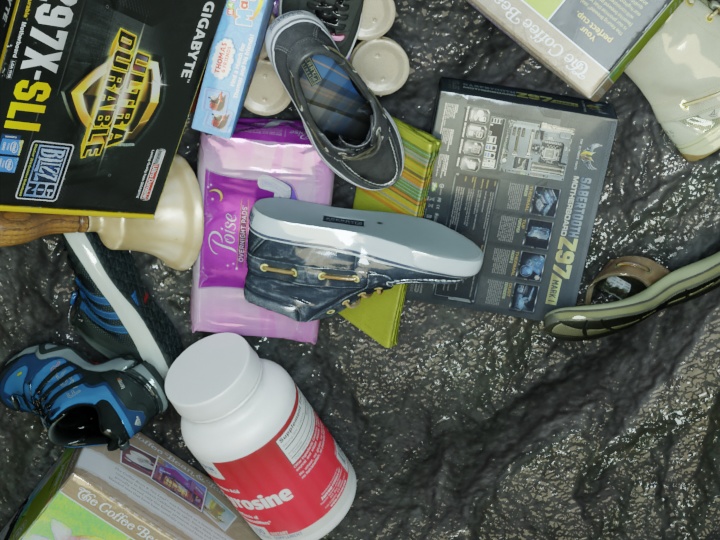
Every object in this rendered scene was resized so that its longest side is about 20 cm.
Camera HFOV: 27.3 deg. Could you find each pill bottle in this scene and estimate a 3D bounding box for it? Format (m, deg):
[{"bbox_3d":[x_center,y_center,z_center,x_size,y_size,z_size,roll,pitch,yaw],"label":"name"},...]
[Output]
[{"bbox_3d":[-0.092,0.153,1.354,0.112,0.112,0.200,-23,127,11],"label":"pill bottle"}]

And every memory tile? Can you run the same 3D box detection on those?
[{"bbox_3d":[-0.049,-0.232,1.237,0.153,0.017,0.200,-11,114,6],"label":"memory tile"}]

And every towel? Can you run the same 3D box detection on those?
[{"bbox_3d":[0.022,-0.037,1.321,0.018,0.086,0.200,-9,121,-38],"label":"towel"}]

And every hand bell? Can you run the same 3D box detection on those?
[{"bbox_3d":[-0.244,-0.040,1.257,0.200,0.104,0.104,-8,118,-33],"label":"hand bell"}]

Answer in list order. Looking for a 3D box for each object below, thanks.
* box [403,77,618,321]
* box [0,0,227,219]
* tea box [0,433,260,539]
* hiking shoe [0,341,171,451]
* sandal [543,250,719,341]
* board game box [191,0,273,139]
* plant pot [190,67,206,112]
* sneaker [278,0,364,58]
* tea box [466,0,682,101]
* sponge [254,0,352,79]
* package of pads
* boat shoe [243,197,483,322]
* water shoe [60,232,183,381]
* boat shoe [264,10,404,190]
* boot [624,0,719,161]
[{"bbox_3d":[0.129,-0.060,1.315,0.157,0.051,0.200,9,113,0],"label":"box"},{"bbox_3d":[-0.197,-0.137,1.074,0.160,0.049,0.200,4,119,-37],"label":"box"},{"bbox_3d":[-0.230,0.278,1.418,0.200,0.134,0.197,35,109,-12],"label":"tea box"},{"bbox_3d":[-0.271,0.117,1.353,0.200,0.087,0.074,-1,124,35],"label":"hiking shoe"},{"bbox_3d":[0.246,0.013,1.319,0.201,0.080,0.057,-21,77,-18],"label":"sandal"},{"bbox_3d":[-0.083,-0.220,1.152,0.037,0.151,0.200,15,113,-5],"label":"board game box"},{"bbox_3d":[-0.227,-0.203,1.164,0.200,0.200,0.176,-22,122,-22],"label":"plant pot"},{"bbox_3d":[-0.024,-0.226,1.176,0.071,0.099,0.200,14,115,-7],"label":"sneaker"},{"bbox_3d":[0.166,-0.267,1.145,0.200,0.134,0.197,42,101,5],"label":"tea box"},{"bbox_3d":[-0.059,-0.257,1.251,0.111,0.030,0.200,2,113,1],"label":"sponge"},{"bbox_3d":[-0.088,-0.035,1.320,0.120,0.076,0.200,5,113,-3],"label":"package of pads"},{"bbox_3d":[0.000,0.000,1.263,0.200,0.071,0.091,11,116,2],"label":"boat shoe"},{"bbox_3d":[-0.239,0.028,1.356,0.079,0.072,0.200,-22,110,17],"label":"water shoe"},{"bbox_3d":[-0.011,-0.123,1.198,0.070,0.066,0.200,-30,135,0],"label":"boat shoe"},{"bbox_3d":[0.308,-0.207,1.238,0.200,0.072,0.155,-39,104,17],"label":"boot"}]
